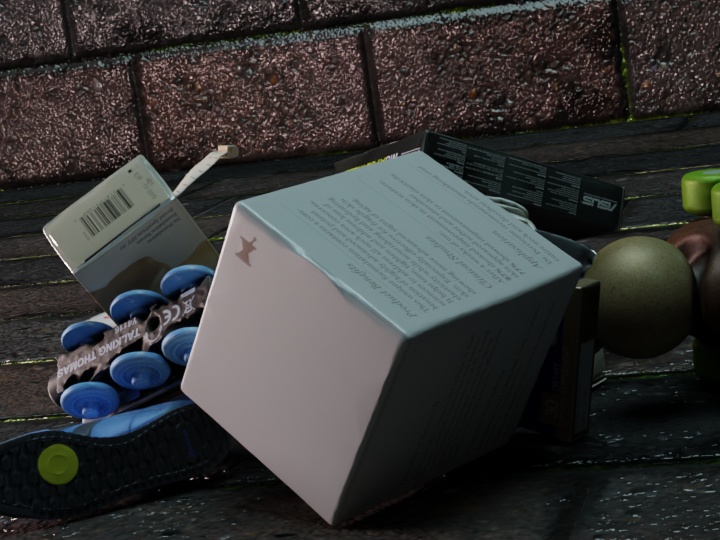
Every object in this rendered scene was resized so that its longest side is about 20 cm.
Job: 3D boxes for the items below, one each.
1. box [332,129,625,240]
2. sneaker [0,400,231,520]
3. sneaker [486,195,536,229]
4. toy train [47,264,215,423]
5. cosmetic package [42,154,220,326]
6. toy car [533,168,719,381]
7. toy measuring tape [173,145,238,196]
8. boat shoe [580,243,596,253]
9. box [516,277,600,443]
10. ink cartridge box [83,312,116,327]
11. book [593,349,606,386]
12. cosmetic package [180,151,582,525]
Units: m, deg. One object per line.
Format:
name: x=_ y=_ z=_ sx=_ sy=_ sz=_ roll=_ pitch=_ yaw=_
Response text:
box: x=0.099 y=-0.065 z=1.587 sx=0.200 sy=0.048 sz=0.193 roll=15 pitch=-9 yaw=-23
sneaker: x=-0.196 y=0.143 z=1.342 sx=0.200 sy=0.066 sz=0.078 roll=-12 pitch=-1 yaw=-23
sneaker: x=0.132 y=0.007 z=1.512 sx=0.200 sy=0.074 sz=0.116 roll=25 pitch=-32 yaw=-13
toy train: x=-0.148 y=0.069 z=1.398 sx=0.200 sy=0.087 sz=0.114 roll=-28 pitch=-41 yaw=27
cosmetic package: x=-0.160 y=0.012 z=1.473 sx=0.105 sy=0.200 sz=0.071 roll=-38 pitch=47 yaw=-3
toy car: x=0.218 y=0.017 z=1.380 sx=0.200 sy=0.165 sz=0.158 roll=-6 pitch=9 yaw=-5
toy measuring tape: x=-0.178 y=-0.035 z=1.720 sx=0.200 sy=0.074 sz=0.074 roll=-44 pitch=23 yaw=-19
boat shoe: x=0.211 y=0.003 z=1.760 sx=0.093 sy=0.075 sz=0.200 roll=-19 pitch=14 yaw=-25
box: x=0.086 y=0.045 z=1.360 sx=0.200 sy=0.121 sz=0.032 roll=16 pitch=23 yaw=38
ink cartridge box: x=-0.133 y=0.066 z=1.654 sx=0.200 sy=0.083 sz=0.145 roll=-5 pitch=9 yaw=22
book: x=0.082 y=0.087 z=1.477 sx=0.200 sy=0.048 sz=0.134 roll=-4 pitch=11 yaw=34
cosmetic package: x=0.014 y=0.040 z=1.262 sx=0.167 sy=0.166 sz=0.200 roll=39 pitch=36 yaw=28
